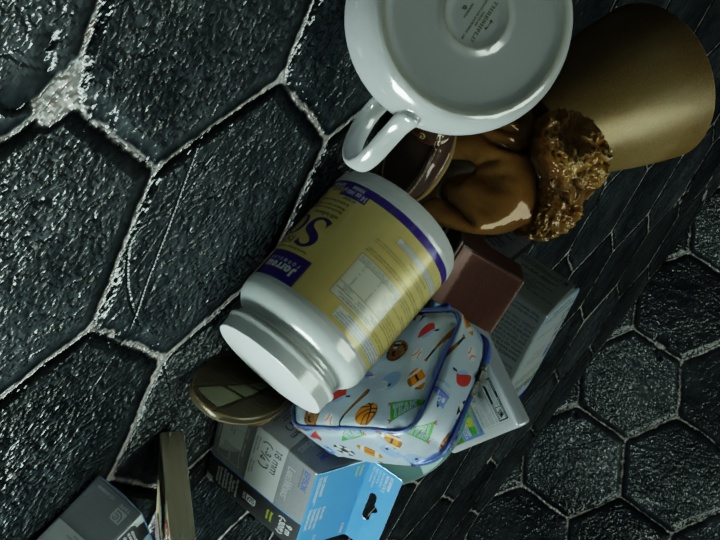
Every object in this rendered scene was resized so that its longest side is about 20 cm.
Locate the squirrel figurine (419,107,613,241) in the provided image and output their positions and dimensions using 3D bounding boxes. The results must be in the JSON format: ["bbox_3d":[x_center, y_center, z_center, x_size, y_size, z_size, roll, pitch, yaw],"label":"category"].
[{"bbox_3d":[0.162,-0.133,1.309,0.142,0.200,0.187,-47,152,-72],"label":"squirrel figurine"}]

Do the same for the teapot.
[{"bbox_3d":[0.066,-0.199,1.043,0.200,0.198,0.146,-16,-171,-17],"label":"teapot"}]

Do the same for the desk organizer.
[{"bbox_3d":[0.120,-0.006,1.354,0.072,0.077,0.200,-58,-176,15],"label":"desk organizer"}]

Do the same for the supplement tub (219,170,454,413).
[{"bbox_3d":[-0.022,0.020,1.204,0.200,0.145,0.145,-49,160,-17],"label":"supplement tub"}]

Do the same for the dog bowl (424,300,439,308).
[{"bbox_3d":[0.044,0.089,1.364,0.050,0.111,0.200,48,45,-38],"label":"dog bowl"}]

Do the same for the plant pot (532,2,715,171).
[{"bbox_3d":[0.261,-0.184,1.421,0.200,0.186,0.187,-25,148,-32],"label":"plant pot"}]

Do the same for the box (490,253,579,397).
[{"bbox_3d":[0.149,0.064,1.634,0.105,0.184,0.200,-33,152,-51],"label":"box"}]

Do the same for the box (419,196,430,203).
[{"bbox_3d":[0.084,-0.059,1.479,0.200,0.048,0.117,-55,161,-4],"label":"box"}]

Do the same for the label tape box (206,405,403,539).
[{"bbox_3d":[-0.065,0.222,1.357,0.063,0.200,0.144,-37,155,-41],"label":"label tape box"}]

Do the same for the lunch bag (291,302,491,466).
[{"bbox_3d":[0.033,0.108,1.249,0.076,0.200,0.160,45,59,-34],"label":"lunch bag"}]

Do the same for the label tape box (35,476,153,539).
[{"bbox_3d":[-0.283,0.306,1.188,0.200,0.066,0.143,-48,161,-24],"label":"label tape box"}]

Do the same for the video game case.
[{"bbox_3d":[0.114,0.111,1.530,0.022,0.200,0.182,-21,172,-26],"label":"video game case"}]

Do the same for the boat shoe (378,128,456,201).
[{"bbox_3d":[0.065,-0.159,1.233,0.070,0.070,0.200,-5,121,-61],"label":"boat shoe"}]

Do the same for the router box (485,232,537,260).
[{"bbox_3d":[0.192,-0.083,1.521,0.157,0.052,0.200,-41,-169,36],"label":"router box"}]

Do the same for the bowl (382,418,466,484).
[{"bbox_3d":[0.016,0.138,1.458,0.201,0.201,0.105,-47,145,-22],"label":"bowl"}]

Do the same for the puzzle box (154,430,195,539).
[{"bbox_3d":[-0.188,0.270,1.281,0.025,0.133,0.200,-3,140,-13],"label":"puzzle box"}]

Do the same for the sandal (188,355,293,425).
[{"bbox_3d":[-0.110,0.122,1.289,0.055,0.082,0.200,-54,170,20],"label":"sandal"}]
